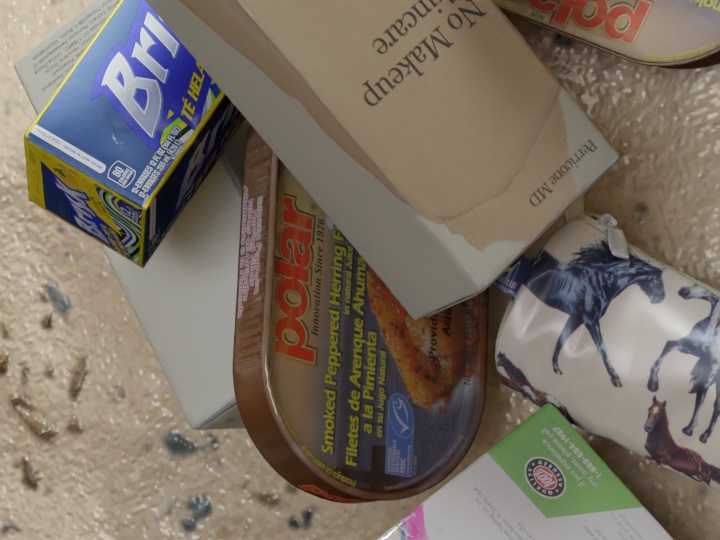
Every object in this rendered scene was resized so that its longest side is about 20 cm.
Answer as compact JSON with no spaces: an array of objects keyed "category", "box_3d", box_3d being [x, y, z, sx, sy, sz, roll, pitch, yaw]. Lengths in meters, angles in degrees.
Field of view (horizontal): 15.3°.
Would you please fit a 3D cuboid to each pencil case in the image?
[{"category":"pencil case","box_3d":[0.151,0.044,1.113,0.199,0.078,0.090,25,118,26]}]

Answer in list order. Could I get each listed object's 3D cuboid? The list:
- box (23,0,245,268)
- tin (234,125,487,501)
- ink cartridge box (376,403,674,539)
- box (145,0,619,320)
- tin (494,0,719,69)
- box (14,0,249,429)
[{"category":"box","box_3d":[-0.068,-0.105,1.177,0.064,0.070,0.201,29,68,7]},{"category":"tin","box_3d":[0.000,0.000,1.157,0.042,0.111,0.202,-16,66,53]},{"category":"ink cartridge box","box_3d":[0.039,0.164,1.101,0.200,0.067,0.117,-36,76,-25]},{"category":"box","box_3d":[0.002,-0.087,1.100,0.095,0.078,0.200,-44,96,-21]},{"category":"tin","box_3d":[0.101,-0.157,1.172,0.199,0.042,0.113,25,95,26]},{"category":"box","box_3d":[-0.076,-0.031,1.237,0.082,0.068,0.201,-32,74,22]}]
